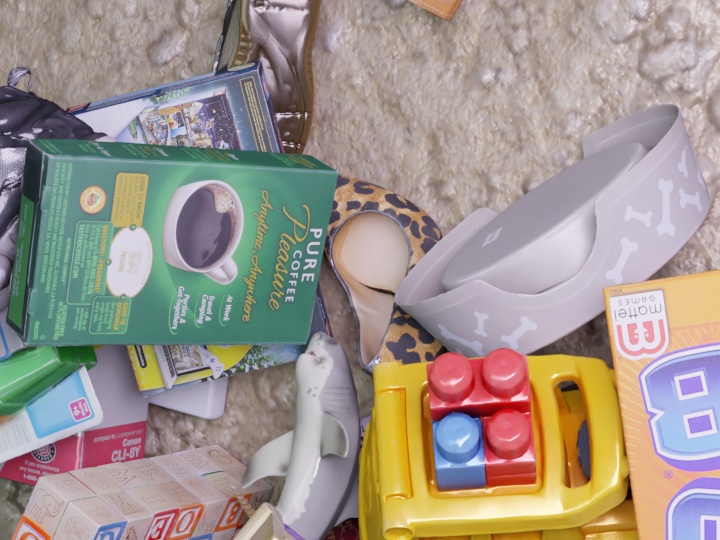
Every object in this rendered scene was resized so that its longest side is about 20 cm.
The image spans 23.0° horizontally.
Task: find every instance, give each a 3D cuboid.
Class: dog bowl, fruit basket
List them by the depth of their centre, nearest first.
[{"bbox_3d":[0.117,-0.017,1.039,0.199,0.200,0.059,-31,99,28],"label":"dog bowl"},{"bbox_3d":[-0.289,0.049,1.201,0.199,0.094,0.186,-20,81,8],"label":"fruit basket"}]

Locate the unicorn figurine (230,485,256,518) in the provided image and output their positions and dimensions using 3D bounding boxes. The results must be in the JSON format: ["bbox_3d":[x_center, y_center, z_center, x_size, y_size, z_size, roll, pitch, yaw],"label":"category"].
[{"bbox_3d":[-0.053,0.260,1.222,0.200,0.074,0.137,45,104,7],"label":"unicorn figurine"}]

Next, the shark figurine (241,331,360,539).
[{"bbox_3d":[-0.028,0.159,1.124,0.128,0.089,0.216,27,94,62],"label":"shark figurine"}]

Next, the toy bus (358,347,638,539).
[{"bbox_3d":[0.096,0.103,0.978,0.198,0.192,0.137,-3,59,0],"label":"toy bus"}]

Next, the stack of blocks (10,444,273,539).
[{"bbox_3d":[-0.155,0.191,1.199,0.058,0.200,0.116,33,106,26],"label":"stack of blocks"}]

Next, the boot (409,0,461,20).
[{"bbox_3d":[0.024,-0.272,1.163,0.199,0.077,0.156,34,112,19],"label":"boot"}]

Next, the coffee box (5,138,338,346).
[{"bbox_3d":[-0.116,-0.015,1.107,0.044,0.199,0.124,33,118,55],"label":"coffee box"}]

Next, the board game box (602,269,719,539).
[{"bbox_3d":[0.270,0.090,0.938,0.199,0.199,0.202,-10,86,30],"label":"board game box"}]

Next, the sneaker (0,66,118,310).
[{"bbox_3d":[-0.251,-0.038,1.117,0.114,0.076,0.200,43,76,5],"label":"sneaker"}]

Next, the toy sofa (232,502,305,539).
[{"bbox_3d":[-0.006,0.233,1.071,0.200,0.098,0.083,39,95,-9],"label":"toy sofa"}]

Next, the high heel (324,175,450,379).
[{"bbox_3d":[0.000,0.000,1.133,0.200,0.142,0.072,46,115,22],"label":"high heel"}]

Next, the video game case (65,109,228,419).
[{"bbox_3d":[-0.165,-0.008,1.304,0.181,0.023,0.202,12,97,30],"label":"video game case"}]

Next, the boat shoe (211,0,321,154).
[{"bbox_3d":[-0.065,-0.137,1.217,0.073,0.065,0.201,13,101,-9],"label":"boat shoe"}]

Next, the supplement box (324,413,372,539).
[{"bbox_3d":[0.038,0.192,1.163,0.108,0.061,0.201,-25,79,29],"label":"supplement box"}]

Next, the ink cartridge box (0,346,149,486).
[{"bbox_3d":[-0.227,0.047,1.282,0.144,0.083,0.202,9,97,30],"label":"ink cartridge box"}]

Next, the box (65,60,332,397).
[{"bbox_3d":[-0.108,-0.026,1.190,0.136,0.038,0.201,-13,106,3],"label":"box"}]
